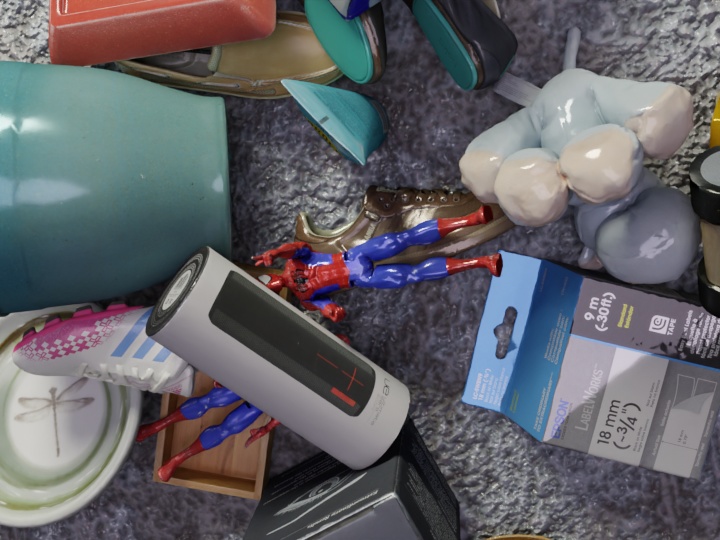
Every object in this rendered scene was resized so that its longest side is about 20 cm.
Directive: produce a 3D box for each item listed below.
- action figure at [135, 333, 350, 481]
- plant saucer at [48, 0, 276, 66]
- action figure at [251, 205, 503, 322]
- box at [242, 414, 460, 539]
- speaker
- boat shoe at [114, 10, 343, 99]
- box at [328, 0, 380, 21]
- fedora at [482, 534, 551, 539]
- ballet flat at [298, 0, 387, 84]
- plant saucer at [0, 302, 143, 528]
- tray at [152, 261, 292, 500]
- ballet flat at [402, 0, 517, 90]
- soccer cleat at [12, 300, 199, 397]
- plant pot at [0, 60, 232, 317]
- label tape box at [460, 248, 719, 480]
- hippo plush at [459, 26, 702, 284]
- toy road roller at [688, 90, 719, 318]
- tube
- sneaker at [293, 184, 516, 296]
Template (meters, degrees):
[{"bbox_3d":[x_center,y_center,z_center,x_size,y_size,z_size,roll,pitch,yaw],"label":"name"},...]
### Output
[{"bbox_3d":[-0.094,0.108,0.835,0.200,0.052,0.066,-32,89,8],"label":"action figure"},{"bbox_3d":[-0.164,-0.269,0.777,0.199,0.037,0.201,-4,80,19],"label":"plant saucer"},{"bbox_3d":[0.000,0.000,0.757,0.199,0.099,0.066,-11,98,20],"label":"action figure"},{"bbox_3d":[-0.005,0.214,0.797,0.148,0.200,0.105,-29,97,10],"label":"box"},{"bbox_3d":[-0.059,0.070,0.757,0.200,0.081,0.081,37,101,-19],"label":"speaker"},{"bbox_3d":[-0.107,-0.175,0.811,0.199,0.076,0.072,-3,97,6],"label":"boat shoe"},{"bbox_3d":[0.015,-0.319,0.715,0.200,0.105,0.184,-38,87,-20],"label":"box"},{"bbox_3d":[0.135,0.333,0.860,0.200,0.082,0.202,1,98,5],"label":"fedora"},{"bbox_3d":[-0.027,-0.236,0.784,0.068,0.068,0.200,-31,77,-31],"label":"ballet flat"},{"bbox_3d":[-0.270,0.122,0.867,0.199,0.050,0.201,-5,71,16],"label":"plant saucer"},{"bbox_3d":[-0.120,0.094,0.876,0.098,0.037,0.201,9,99,5],"label":"tray"},{"bbox_3d":[0.057,-0.236,0.795,0.073,0.073,0.200,-37,87,10],"label":"ballet flat"},{"bbox_3d":[-0.178,0.067,0.798,0.199,0.070,0.087,-15,78,-1],"label":"soccer cleat"},{"bbox_3d":[-0.196,-0.069,0.790,0.187,0.200,0.201,-3,99,-9],"label":"plant pot"},{"bbox_3d":[0.195,0.076,0.824,0.199,0.063,0.145,13,99,4],"label":"label tape box"},{"bbox_3d":[0.172,-0.059,0.766,0.159,0.200,0.161,-32,121,-2],"label":"hippo plush"},{"bbox_3d":[0.321,-0.057,0.705,0.145,0.200,0.123,4,133,27],"label":"toy road roller"},{"bbox_3d":[-0.012,-0.111,0.748,0.077,0.200,0.050,40,100,0],"label":"tube"},{"bbox_3d":[0.039,-0.041,0.820,0.199,0.070,0.076,-20,95,8],"label":"sneaker"}]
